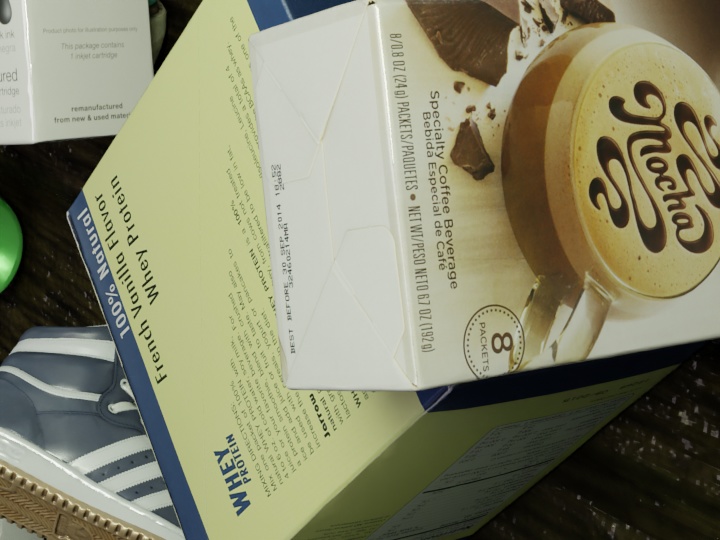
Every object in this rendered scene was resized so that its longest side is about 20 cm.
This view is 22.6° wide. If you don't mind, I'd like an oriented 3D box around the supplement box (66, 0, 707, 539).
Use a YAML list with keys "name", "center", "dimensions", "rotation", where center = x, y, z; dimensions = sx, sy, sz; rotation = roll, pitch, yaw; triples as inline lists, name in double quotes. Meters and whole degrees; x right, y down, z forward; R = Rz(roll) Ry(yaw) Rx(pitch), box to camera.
- name: "supplement box"
  center: [0.000, 0.000, 0.744]
  dimensions: [0.200, 0.133, 0.202]
  rotation: [-48, 58, 45]

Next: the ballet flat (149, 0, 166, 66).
- name: "ballet flat"
  center: [-0.176, -0.159, 1.020]
  dimensions: [0.200, 0.067, 0.063]
  rotation: [43, 138, 42]

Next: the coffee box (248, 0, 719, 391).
- name: "coffee box"
  center: [0.071, -0.030, 0.589]
  dimensions: [0.080, 0.198, 0.115]
  rotation: [-4, 93, 56]

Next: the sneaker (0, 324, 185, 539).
- name: "sneaker"
  center: [-0.114, 0.104, 0.948]
  dimensions: [0.199, 0.109, 0.070]
  rotation: [30, 142, -3]

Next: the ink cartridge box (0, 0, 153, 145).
- name: "ink cartridge box"
  center: [-0.183, -0.167, 0.920]
  dimensions: [0.145, 0.084, 0.203]
  rotation: [1, 98, 44]

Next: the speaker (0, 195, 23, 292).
- name: "speaker"
  center: [-0.299, -0.033, 1.187]
  dimensions: [0.199, 0.088, 0.090]
  rotation: [18, 110, 51]

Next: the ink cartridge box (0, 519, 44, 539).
- name: "ink cartridge box"
  center: [-0.283, 0.113, 1.200]
  dimensions: [0.199, 0.067, 0.117]
  rotation: [27, 117, 47]
